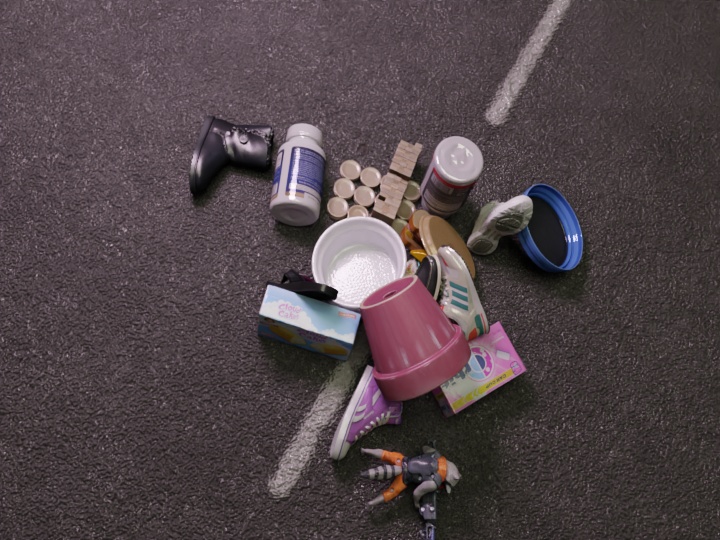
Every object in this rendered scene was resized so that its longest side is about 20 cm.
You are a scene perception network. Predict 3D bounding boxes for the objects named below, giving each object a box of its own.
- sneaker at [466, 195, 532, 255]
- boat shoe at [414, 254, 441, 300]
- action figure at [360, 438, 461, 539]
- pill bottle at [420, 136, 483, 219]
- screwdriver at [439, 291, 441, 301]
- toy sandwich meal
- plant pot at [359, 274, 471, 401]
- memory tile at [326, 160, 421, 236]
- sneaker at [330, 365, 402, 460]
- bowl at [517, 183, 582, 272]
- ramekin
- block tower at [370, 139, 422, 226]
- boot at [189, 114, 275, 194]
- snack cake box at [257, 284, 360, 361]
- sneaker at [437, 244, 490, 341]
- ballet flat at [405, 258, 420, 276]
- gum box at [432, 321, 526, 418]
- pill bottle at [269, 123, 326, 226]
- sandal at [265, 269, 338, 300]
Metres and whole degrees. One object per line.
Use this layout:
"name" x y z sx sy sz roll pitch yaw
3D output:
"sneaker" 0.299 -0.121 1.729 0.077 0.199 0.101 24 54 -21
"boat shoe" 0.107 0.059 1.619 0.066 0.203 0.072 8 29 -30
"action figure" 0.100 0.412 1.515 0.188 0.105 0.204 -9 57 4
"pill bottle" 0.191 -0.192 1.732 0.107 0.201 0.114 3 67 -8
"screwdriver" 0.178 0.124 1.700 0.028 0.028 0.206 -1 71 23
"toy sandwich meal" 0.168 -0.035 1.715 0.204 0.070 0.208 38 33 -30
"plant pot" 0.091 0.119 1.521 0.197 0.199 0.182 -30 100 -20
"memory tile" 0.031 -0.157 1.793 0.195 0.017 0.157 19 66 -2
"sneaker" 0.021 0.298 1.572 0.112 0.073 0.203 29 66 0
"bowl" 0.418 -0.092 1.773 0.197 0.039 0.206 17 61 -34
"ramekin" 0.000 0.000 1.659 0.194 0.098 0.206 -2 66 4
"block tower" 0.079 -0.197 1.778 0.057 0.054 0.203 23 65 0
"boot" -0.278 -0.247 1.744 0.163 0.077 0.205 10 60 -1
"snack cake box" -0.105 0.109 1.604 0.195 0.115 0.069 17 65 -1
"sneaker" 0.185 0.053 1.600 0.092 0.070 0.204 -25 98 -9
"ballet flat" 0.129 0.072 1.694 0.063 0.075 0.204 -23 65 16
"gum box" 0.236 0.202 1.643 0.197 0.066 0.115 -27 79 -19
"pill bottle" -0.132 -0.211 1.735 0.108 0.111 0.205 8 66 -6
"sandal" -0.113 0.028 1.592 0.075 0.197 0.049 28 72 -41
